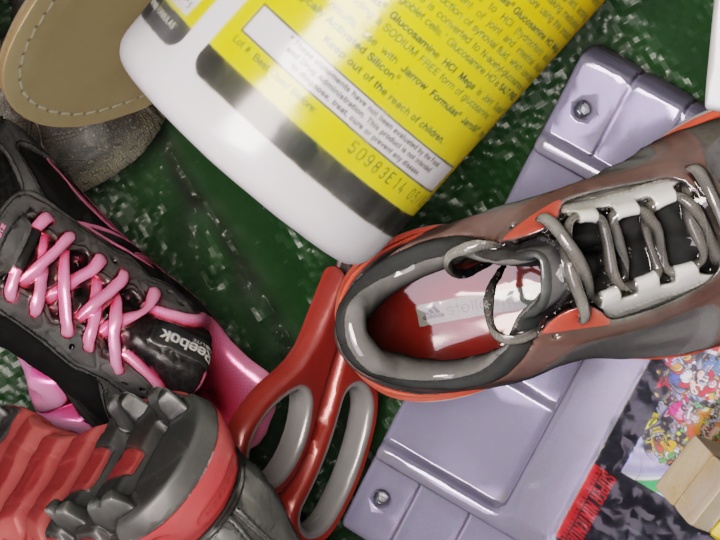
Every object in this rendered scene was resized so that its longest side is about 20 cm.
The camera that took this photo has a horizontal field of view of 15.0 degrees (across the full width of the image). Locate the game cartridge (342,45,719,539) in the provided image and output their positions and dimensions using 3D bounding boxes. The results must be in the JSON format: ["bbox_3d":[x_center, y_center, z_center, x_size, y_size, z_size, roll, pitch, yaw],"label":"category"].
[{"bbox_3d":[0.091,0.038,0.961,0.129,0.038,0.200,31,109,13],"label":"game cartridge"}]

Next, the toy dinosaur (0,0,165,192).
[{"bbox_3d":[-0.124,-0.063,0.991,0.200,0.077,0.103,-19,98,-11],"label":"toy dinosaur"}]

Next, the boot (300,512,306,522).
[{"bbox_3d":[-0.068,0.190,1.028,0.162,0.073,0.199,-7,102,13],"label":"boot"}]

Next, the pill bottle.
[{"bbox_3d":[0.024,-0.109,0.893,0.112,0.112,0.200,43,95,4],"label":"pill bottle"}]

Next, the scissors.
[{"bbox_3d":[0.000,0.000,0.975,0.014,0.073,0.200,11,76,39],"label":"scissors"}]

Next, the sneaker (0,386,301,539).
[{"bbox_3d":[-0.092,0.092,0.934,0.200,0.071,0.098,-7,136,50],"label":"sneaker"}]

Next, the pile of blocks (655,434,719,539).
[{"bbox_3d":[0.196,0.108,0.902,0.200,0.082,0.062,34,104,-5],"label":"pile of blocks"}]

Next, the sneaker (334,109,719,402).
[{"bbox_3d":[0.082,0.001,0.891,0.200,0.082,0.077,-22,89,11],"label":"sneaker"}]

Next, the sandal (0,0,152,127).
[{"bbox_3d":[-0.053,-0.141,0.947,0.212,0.078,0.070,-45,44,2],"label":"sandal"}]

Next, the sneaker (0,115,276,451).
[{"bbox_3d":[-0.094,0.009,0.930,0.095,0.200,0.079,19,75,38],"label":"sneaker"}]

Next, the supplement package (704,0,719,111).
[{"bbox_3d":[0.178,-0.148,0.847,0.113,0.110,0.201,7,103,15],"label":"supplement package"}]
